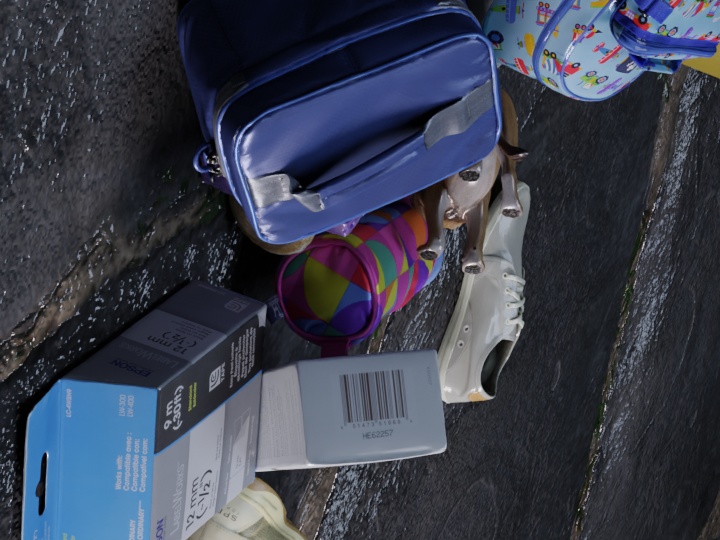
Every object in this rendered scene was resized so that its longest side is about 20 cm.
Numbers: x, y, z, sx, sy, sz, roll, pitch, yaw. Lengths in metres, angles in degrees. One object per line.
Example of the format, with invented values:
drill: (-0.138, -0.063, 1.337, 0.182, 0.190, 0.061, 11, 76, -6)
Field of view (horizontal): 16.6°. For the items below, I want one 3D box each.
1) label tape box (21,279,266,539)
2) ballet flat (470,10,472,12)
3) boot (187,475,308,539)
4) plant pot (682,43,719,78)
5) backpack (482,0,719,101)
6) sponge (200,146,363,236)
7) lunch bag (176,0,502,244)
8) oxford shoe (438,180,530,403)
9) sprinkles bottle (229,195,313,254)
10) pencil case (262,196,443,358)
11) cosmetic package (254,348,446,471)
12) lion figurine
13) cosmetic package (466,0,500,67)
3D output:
label tape box: (-0.139, 0.113, 1.600, 0.200, 0.066, 0.144, -41, 143, -53)
ballet flat: (0.064, -0.136, 1.844, 0.200, 0.062, 0.068, 70, 13, -69)
boot: (-0.102, 0.240, 1.775, 0.156, 0.072, 0.200, -60, 159, -18)
plant pot: (0.318, -0.277, 2.196, 0.195, 0.194, 0.200, -60, 164, -23)
backpack: (0.191, -0.203, 1.796, 0.200, 0.135, 0.182, -51, 157, 18)
sponge: (-0.009, -0.108, 1.659, 0.200, 0.111, 0.030, -52, 153, -38)
lunch bag: (-0.016, -0.109, 1.535, 0.199, 0.133, 0.136, -25, 143, -8)
oxford shoe: (0.118, 0.022, 2.127, 0.075, 0.057, 0.201, 15, 92, -65)
sprinkles bottle: (-0.013, -0.091, 1.722, 0.200, 0.068, 0.069, -48, 149, -42)
pencil case: (0.000, 0.000, 1.767, 0.200, 0.088, 0.089, -38, 142, -68)
cosmetic package: (-0.019, 0.098, 1.679, 0.200, 0.101, 0.075, 153, -67, -74)
lion figurine: (0.077, -0.080, 1.728, 0.200, 0.072, 0.123, 130, -31, -55)
cosmetic package: (0.113, -0.244, 1.837, 0.151, 0.052, 0.200, -45, 157, 4)
